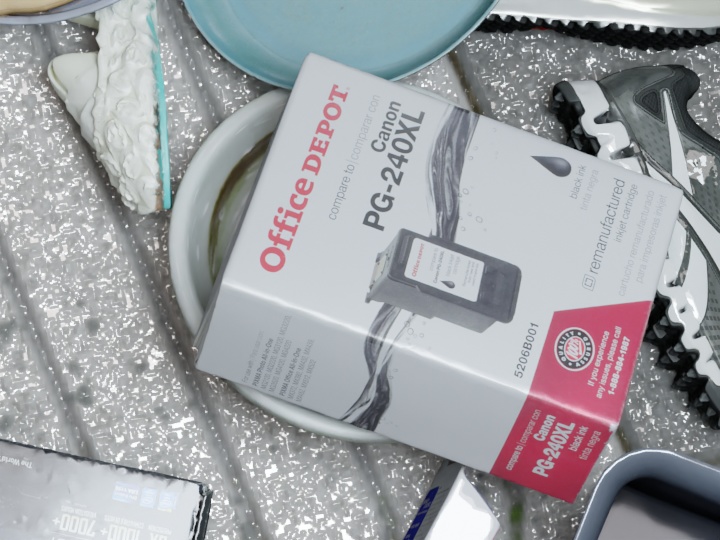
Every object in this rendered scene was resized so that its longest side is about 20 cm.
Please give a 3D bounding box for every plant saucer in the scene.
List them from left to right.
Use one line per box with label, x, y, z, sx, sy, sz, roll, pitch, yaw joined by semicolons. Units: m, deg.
plant saucer;-0.001;-0.182;1.522;0.199;0.027;0.201;-6;74;20
plant saucer;0.000;0.000;1.507;0.199;0.050;0.201;4;65;-8

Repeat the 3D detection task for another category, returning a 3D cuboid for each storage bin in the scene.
storage bin;0.183;0.179;1.472;0.199;0.134;0.146;22;88;-3

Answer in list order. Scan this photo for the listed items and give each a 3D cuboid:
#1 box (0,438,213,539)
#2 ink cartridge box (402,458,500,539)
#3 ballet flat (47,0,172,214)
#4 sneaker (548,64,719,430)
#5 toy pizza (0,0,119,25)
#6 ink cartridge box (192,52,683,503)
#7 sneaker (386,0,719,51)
box;-0.186;0.165;1.455;0.199;0.086;0.164;14;81;-5
ink cartridge box;0.023;0.168;1.476;0.037;0.095;0.201;27;79;-3
ballet flat;-0.128;-0.121;1.517;0.071;0.072;0.201;0;74;-7
sneaker;0.175;-0.019;1.536;0.090;0.066;0.201;-22;83;-7
toy pizza;-0.158;-0.217;1.503;0.199;0.032;0.201;-5;67;12
ink cartridge box;0.036;0.002;1.433;0.199;0.083;0.146;20;58;-1
sneaker;0.111;-0.168;1.547;0.199;0.070;0.094;5;87;-4
